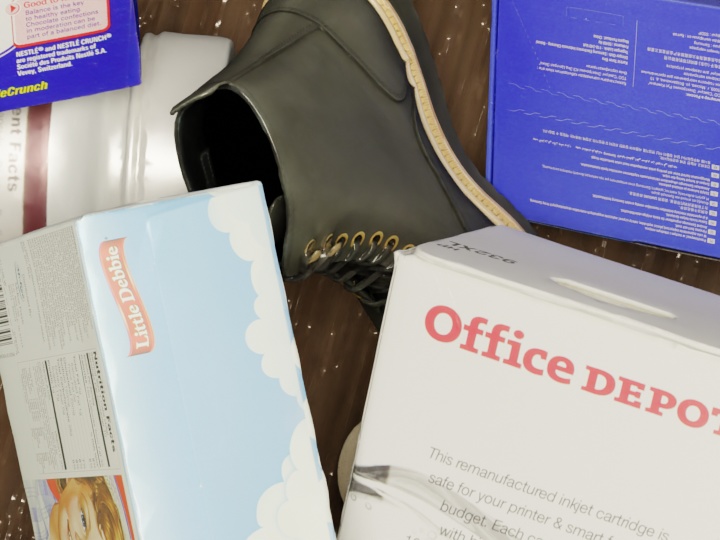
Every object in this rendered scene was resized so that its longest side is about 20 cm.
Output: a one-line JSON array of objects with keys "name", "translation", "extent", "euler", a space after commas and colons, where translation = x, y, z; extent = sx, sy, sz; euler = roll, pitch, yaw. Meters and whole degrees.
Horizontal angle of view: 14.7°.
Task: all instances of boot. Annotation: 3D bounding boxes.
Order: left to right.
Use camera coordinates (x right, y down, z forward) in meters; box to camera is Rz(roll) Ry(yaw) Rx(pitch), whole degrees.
[{"name": "boot", "translation": [0.000, 0.000, 0.993], "extent": [0.077, 0.138, 0.201], "euler": [-24, 103, 28]}]

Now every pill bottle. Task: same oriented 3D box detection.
[{"name": "pill bottle", "translation": [-0.148, -0.044, 1.023], "extent": [0.199, 0.114, 0.115], "euler": [4, 87, 0]}]

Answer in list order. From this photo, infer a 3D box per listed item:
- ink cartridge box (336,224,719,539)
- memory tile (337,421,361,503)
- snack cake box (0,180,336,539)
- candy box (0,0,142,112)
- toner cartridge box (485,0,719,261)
[{"name": "ink cartridge box", "translation": [0.071, 0.101, 0.944], "extent": [0.144, 0.084, 0.201], "euler": [18, 105, 23]}, {"name": "memory tile", "translation": [0.046, 0.162, 1.020], "extent": [0.153, 0.017, 0.201], "euler": [18, 104, 22]}, {"name": "snack cake box", "translation": [-0.060, 0.079, 0.911], "extent": [0.067, 0.115, 0.201], "euler": [-12, 91, -25]}, {"name": "candy box", "translation": [-0.181, -0.140, 0.980], "extent": [0.168, 0.077, 0.201], "euler": [-12, 47, -13]}, {"name": "toner cartridge box", "translation": [0.142, -0.052, 1.002], "extent": [0.199, 0.043, 0.096], "euler": [13, 114, 28]}]
